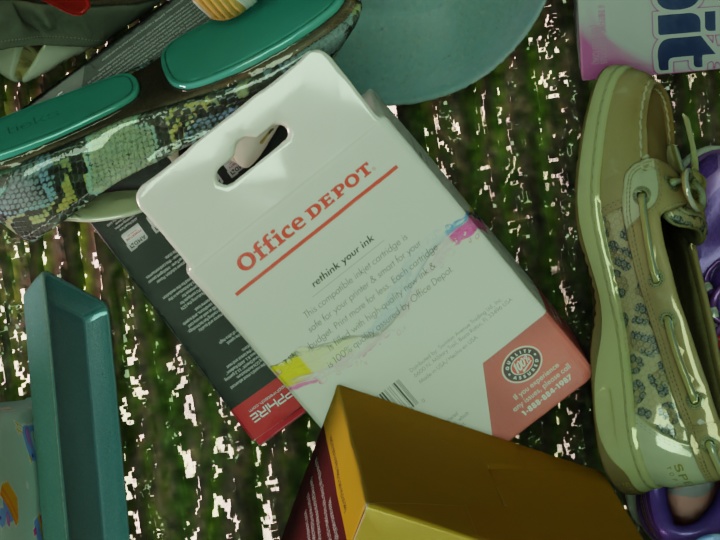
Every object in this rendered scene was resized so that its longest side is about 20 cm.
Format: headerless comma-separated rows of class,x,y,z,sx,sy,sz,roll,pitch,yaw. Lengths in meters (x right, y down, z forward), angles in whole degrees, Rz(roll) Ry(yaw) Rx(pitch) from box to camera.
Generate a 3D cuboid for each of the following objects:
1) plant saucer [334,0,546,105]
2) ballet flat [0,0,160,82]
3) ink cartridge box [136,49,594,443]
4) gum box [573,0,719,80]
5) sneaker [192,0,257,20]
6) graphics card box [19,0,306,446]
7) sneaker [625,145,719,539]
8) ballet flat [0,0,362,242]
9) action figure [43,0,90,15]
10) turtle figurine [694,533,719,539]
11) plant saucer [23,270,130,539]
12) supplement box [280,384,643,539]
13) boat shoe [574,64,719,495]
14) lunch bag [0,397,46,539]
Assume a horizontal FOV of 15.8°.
plant saucer,0.006,-0.179,1.240,0.201,0.039,0.201,9,115,20
ballet flat,-0.172,-0.118,1.213,0.067,0.200,0.064,29,109,28
ink cartridge box,0.000,0.000,1.197,0.116,0.068,0.200,-38,105,6
gum box,0.152,-0.183,1.201,0.113,0.066,0.200,-4,126,4
sneaker,-0.078,-0.213,1.204,0.088,0.076,0.200,-33,73,8
graphics card box,-0.059,-0.032,1.257,0.125,0.051,0.200,-37,97,7
sneaker,0.174,0.040,1.242,0.081,0.083,0.200,5,92,3
ballet flat,-0.084,-0.070,1.202,0.200,0.074,0.074,-22,91,6
action figure,-0.158,-0.204,1.223,0.065,0.052,0.200,-41,47,12
turtle figurine,0.144,0.242,1.186,0.144,0.194,0.200,-5,53,-32
plant saucer,-0.134,0.103,1.238,0.019,0.070,0.200,-13,71,18
supplement box,0.024,0.182,1.104,0.133,0.197,0.200,19,99,-7
boat shoe,0.141,0.002,1.194,0.063,0.073,0.200,-8,81,27
lunch bag,-0.197,0.170,1.222,0.122,0.170,0.200,-6,92,11
